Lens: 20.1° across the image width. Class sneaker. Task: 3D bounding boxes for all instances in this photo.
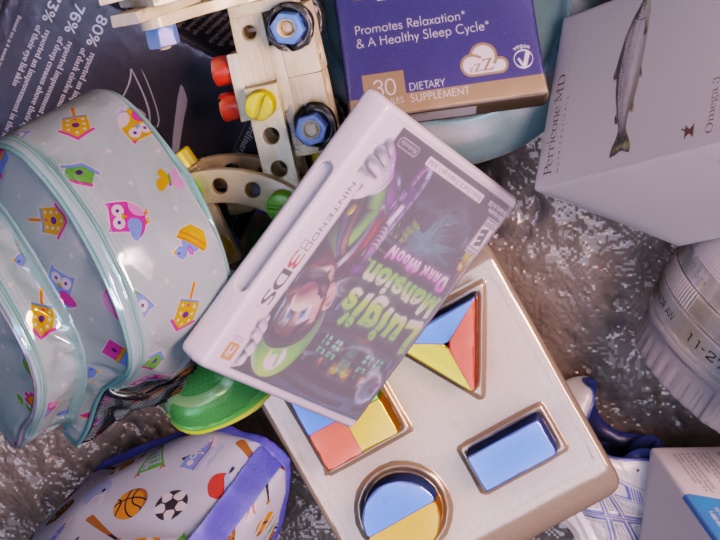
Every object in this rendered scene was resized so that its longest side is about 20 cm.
[{"bbox_3d":[0.184,0.161,1.384,0.088,0.075,0.200,-40,99,19],"label":"sneaker"},{"bbox_3d":[-0.063,0.015,1.296,0.074,0.084,0.200,38,87,32],"label":"sneaker"}]

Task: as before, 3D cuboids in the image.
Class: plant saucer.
[{"bbox_3d":[0.052,-0.165,1.265,0.199,0.027,0.201,-1,81,4],"label":"plant saucer"}]

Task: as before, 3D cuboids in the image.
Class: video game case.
[{"bbox_3d":[0.000,0.000,1.214,0.023,0.200,0.182,38,94,29],"label":"video game case"}]

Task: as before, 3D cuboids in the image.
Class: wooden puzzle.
[{"bbox_3d":[0.047,0.106,1.330,0.185,0.046,0.200,-29,98,7],"label":"wooden puzzle"}]

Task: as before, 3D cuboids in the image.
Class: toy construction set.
[{"bbox_3d":[-0.080,-0.102,1.222,0.131,0.092,0.201,-10,117,12],"label":"toy construction set"}]

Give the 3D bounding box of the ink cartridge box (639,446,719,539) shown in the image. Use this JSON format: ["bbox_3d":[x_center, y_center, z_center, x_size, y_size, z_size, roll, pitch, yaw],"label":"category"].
[{"bbox_3d":[0.297,0.176,1.303,0.199,0.146,0.085,0,110,-11],"label":"ink cartridge box"}]

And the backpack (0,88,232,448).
[{"bbox_3d":[-0.169,-0.001,1.188,0.176,0.153,0.200,58,143,9],"label":"backpack"}]

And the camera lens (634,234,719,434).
[{"bbox_3d":[0.284,0.001,1.264,0.160,0.160,0.200,31,112,-2],"label":"camera lens"}]

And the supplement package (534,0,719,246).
[{"bbox_3d":[0.209,-0.096,1.163,0.117,0.200,0.117,18,74,-28],"label":"supplement package"}]

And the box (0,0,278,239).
[{"bbox_3d":[-0.146,-0.107,1.328,0.199,0.104,0.148,28,111,-1],"label":"box"}]

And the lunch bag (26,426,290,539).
[{"bbox_3d":[-0.144,0.199,1.365,0.124,0.170,0.200,47,140,-11],"label":"lunch bag"}]

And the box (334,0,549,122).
[{"bbox_3d":[0.040,-0.192,1.240,0.121,0.032,0.201,-8,78,1],"label":"box"}]
